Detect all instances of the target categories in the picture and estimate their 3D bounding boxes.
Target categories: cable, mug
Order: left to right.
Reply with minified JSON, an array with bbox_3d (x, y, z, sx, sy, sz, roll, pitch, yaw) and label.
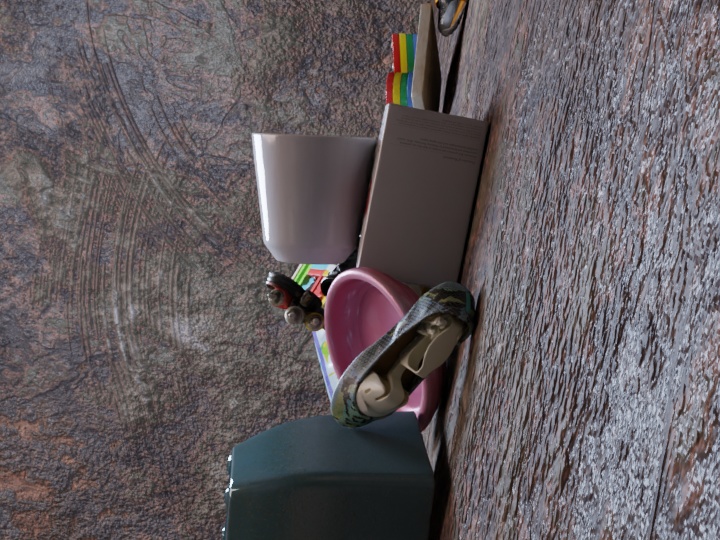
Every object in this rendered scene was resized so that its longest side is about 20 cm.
[{"bbox_3d":[-0.073,0.054,1.704,0.050,0.097,0.200,-55,-14,-8],"label":"cable"},{"bbox_3d":[-0.044,-0.088,1.641,0.149,0.186,0.153,7,97,46],"label":"mug"}]

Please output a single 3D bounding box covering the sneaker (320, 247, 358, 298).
[{"bbox_3d":[0.000,0.000,1.697,0.071,0.098,0.201,-45,33,50],"label":"sneaker"}]

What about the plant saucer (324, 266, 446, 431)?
[{"bbox_3d":[0.033,0.089,1.527,0.200,0.051,0.201,34,134,45],"label":"plant saucer"}]

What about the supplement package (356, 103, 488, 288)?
[{"bbox_3d":[0.069,-0.087,1.591,0.121,0.120,0.200,-97,18,-85],"label":"supplement package"}]

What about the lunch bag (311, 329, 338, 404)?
[{"bbox_3d":[0.001,0.114,1.953,0.200,0.127,0.170,115,141,-69],"label":"lunch bag"}]

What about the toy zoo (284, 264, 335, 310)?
[{"bbox_3d":[-0.045,0.003,1.923,0.131,0.020,0.200,-59,21,-10],"label":"toy zoo"}]

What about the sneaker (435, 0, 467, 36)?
[{"bbox_3d":[0.145,-0.485,2.263,0.078,0.077,0.200,113,166,-73],"label":"sneaker"}]

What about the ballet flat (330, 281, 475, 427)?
[{"bbox_3d":[0.041,0.096,1.357,0.200,0.074,0.074,-52,11,19],"label":"ballet flat"}]

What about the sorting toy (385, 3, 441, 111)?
[{"bbox_3d":[0.088,-0.309,2.282,0.199,0.069,0.200,76,-162,-57],"label":"sorting toy"}]

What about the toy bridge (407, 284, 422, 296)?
[{"bbox_3d":[0.049,-0.005,1.776,0.067,0.027,0.200,100,151,-60],"label":"toy bridge"}]

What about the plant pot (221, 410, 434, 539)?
[{"bbox_3d":[-0.042,0.259,1.394,0.196,0.200,0.196,-106,22,-75],"label":"plant pot"}]

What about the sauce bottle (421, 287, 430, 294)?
[{"bbox_3d":[0.077,-0.025,1.883,0.065,0.065,0.200,-82,1,-51],"label":"sauce bottle"}]
